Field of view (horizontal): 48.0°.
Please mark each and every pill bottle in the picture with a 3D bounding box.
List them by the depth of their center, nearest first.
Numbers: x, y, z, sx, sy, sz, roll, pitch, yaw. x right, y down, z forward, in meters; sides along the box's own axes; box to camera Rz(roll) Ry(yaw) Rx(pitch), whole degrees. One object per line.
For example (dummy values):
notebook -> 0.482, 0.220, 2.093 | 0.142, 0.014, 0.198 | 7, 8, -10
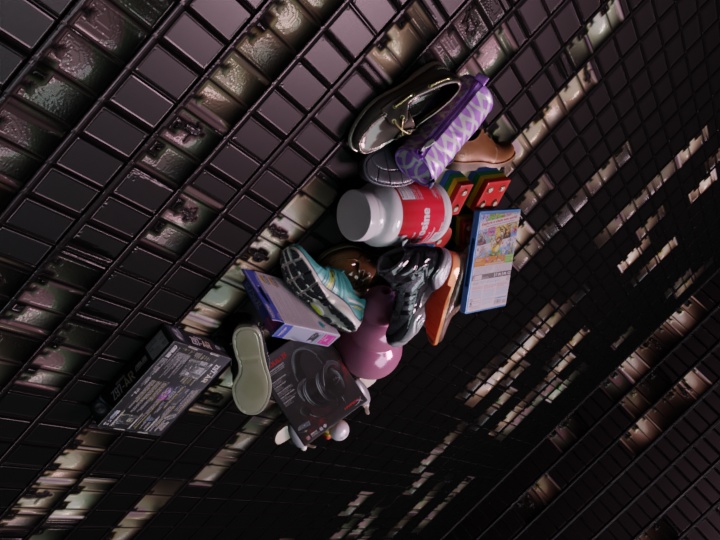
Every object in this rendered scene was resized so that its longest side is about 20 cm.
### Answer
pill bottle -> 0.058, -0.099, 1.403 | 0.198, 0.112, 0.113 | -7, 136, -44

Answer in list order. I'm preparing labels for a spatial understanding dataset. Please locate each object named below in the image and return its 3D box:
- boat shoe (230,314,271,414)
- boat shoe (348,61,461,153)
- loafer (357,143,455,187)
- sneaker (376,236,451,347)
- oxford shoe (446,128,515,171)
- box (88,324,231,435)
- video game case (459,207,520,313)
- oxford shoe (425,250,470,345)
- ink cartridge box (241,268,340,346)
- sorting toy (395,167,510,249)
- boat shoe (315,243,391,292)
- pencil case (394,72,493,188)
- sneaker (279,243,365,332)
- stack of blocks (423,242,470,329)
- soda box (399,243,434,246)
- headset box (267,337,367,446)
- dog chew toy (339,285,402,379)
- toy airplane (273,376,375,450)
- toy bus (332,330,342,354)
boat shoe -> -0.200, 0.168, 1.466 | 0.073, 0.066, 0.202 | -5, 121, 0
boat shoe -> 0.069, -0.248, 1.270 | 0.199, 0.060, 0.072 | -38, 139, -6
loafer -> 0.072, -0.182, 1.365 | 0.198, 0.063, 0.073 | -18, 101, -32
sneaker -> 0.067, 0.034, 1.401 | 0.113, 0.076, 0.202 | 20, 110, -23
oxford shoe -> 0.225, -0.227, 1.483 | 0.199, 0.071, 0.072 | -14, 115, -46
box -> -0.340, 0.192, 1.386 | 0.200, 0.044, 0.160 | -47, 149, 9
video game case -> 0.257, -0.021, 1.600 | 0.142, 0.018, 0.203 | -7, 109, -46
oxford shoe -> 0.182, 0.060, 1.608 | 0.072, 0.071, 0.202 | 4, 116, -24
ink cartridge box -> -0.127, 0.066, 1.393 | 0.042, 0.120, 0.199 | -42, 151, 15
sorting toy -> 0.185, -0.118, 1.566 | 0.198, 0.070, 0.200 | -11, 138, -41
boat shoe -> 0.000, 0.000, 1.505 | 0.199, 0.068, 0.072 | 2, 130, -49
pencil case -> 0.136, -0.229, 1.315 | 0.201, 0.083, 0.086 | -52, 162, -21
sneaker -> -0.065, 0.023, 1.414 | 0.200, 0.077, 0.080 | 48, 51, -26
stack of blocks -> 0.183, 0.018, 1.692 | 0.200, 0.058, 0.115 | -48, -174, 9
soda box -> 0.104, 0.002, 1.544 | 0.067, 0.065, 0.200 | -2, 168, 0
headset box -> -0.103, 0.208, 1.547 | 0.148, 0.201, 0.077 | -33, 177, -11
dog chew toy -> 0.028, 0.111, 1.525 | 0.123, 0.125, 0.202 | -20, 140, -32
toy airplane -> -0.071, 0.297, 1.729 | 0.198, 0.141, 0.201 | 11, 123, -53
toy bus -> 0.028, 0.114, 1.687 | 0.198, 0.065, 0.079 | -20, 142, -31
